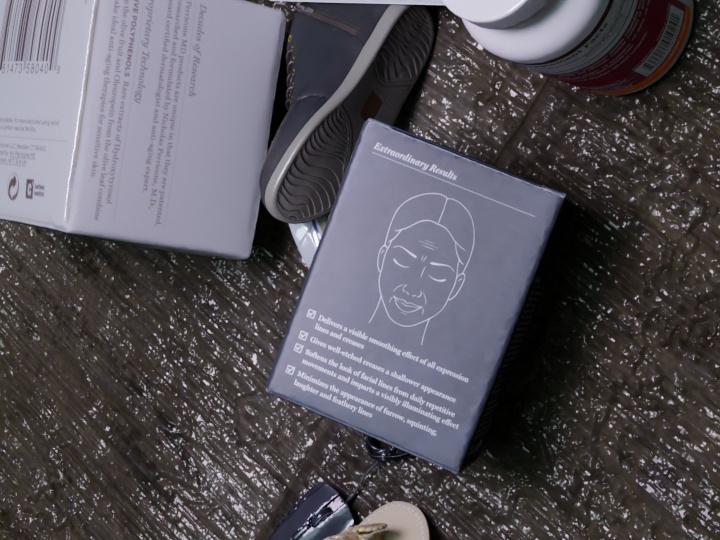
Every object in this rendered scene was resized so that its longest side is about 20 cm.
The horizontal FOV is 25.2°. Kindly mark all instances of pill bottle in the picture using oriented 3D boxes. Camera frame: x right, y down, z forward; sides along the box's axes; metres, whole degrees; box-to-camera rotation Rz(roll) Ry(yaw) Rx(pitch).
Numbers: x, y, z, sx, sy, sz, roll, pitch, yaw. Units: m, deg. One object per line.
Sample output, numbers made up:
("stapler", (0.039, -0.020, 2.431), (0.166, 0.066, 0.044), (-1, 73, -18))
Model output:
("pill bottle", (0.133, -0.186, 1.061), (0.112, 0.199, 0.115), (-4, 83, 34))

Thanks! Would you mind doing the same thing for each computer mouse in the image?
("computer mouse", (-0.010, 0.169, 1.228), (0.201, 0.034, 0.059), (-52, 60, 19))

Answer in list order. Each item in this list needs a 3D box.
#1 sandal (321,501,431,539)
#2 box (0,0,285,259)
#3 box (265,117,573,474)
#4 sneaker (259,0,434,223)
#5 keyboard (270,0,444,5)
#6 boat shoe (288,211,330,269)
("sandal", (-0.019, 0.224, 1.130), (0.077, 0.070, 0.212), (8, 47, 36))
("box", (-0.190, -0.124, 1.270), (0.198, 0.170, 0.203), (9, 91, 52))
("box", (0.044, 0.017, 1.123), (0.147, 0.107, 0.202), (22, 94, 11))
("sneaker", (-0.033, -0.125, 1.227), (0.105, 0.075, 0.201), (17, 65, 41))
("keyboard", (0.001, -0.228, 1.206), (0.198, 0.011, 0.057), (9, 119, 38))
("boat shoe", (0.000, 0.000, 1.226), (0.062, 0.072, 0.202), (-28, 78, 11))
